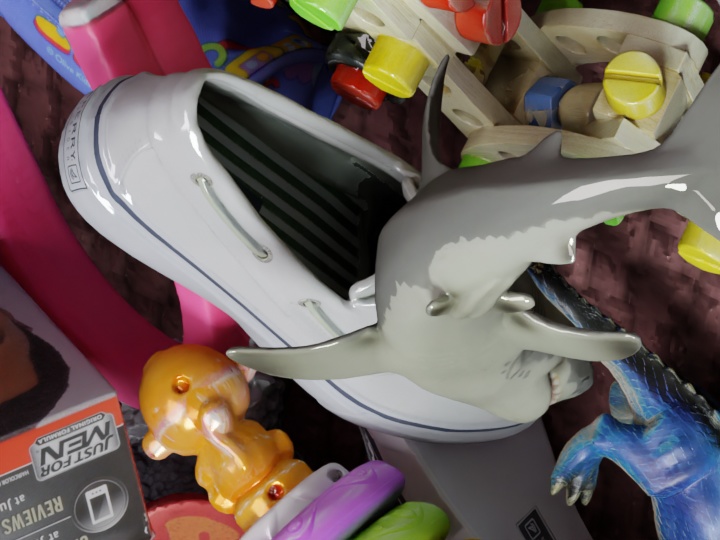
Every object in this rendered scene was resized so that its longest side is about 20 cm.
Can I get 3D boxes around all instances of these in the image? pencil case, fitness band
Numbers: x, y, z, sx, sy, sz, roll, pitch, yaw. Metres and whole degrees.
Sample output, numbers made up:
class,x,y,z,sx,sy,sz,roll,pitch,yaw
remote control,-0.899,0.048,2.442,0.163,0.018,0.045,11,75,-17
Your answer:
class,x,y,z,sx,sy,sz,roll,pitch,yaw
pencil case,-0.097,-0.104,0.992,0.200,0.087,0.078,43,119,17
fitness band,-0.097,-0.043,0.943,0.143,0.037,0.201,3,122,51

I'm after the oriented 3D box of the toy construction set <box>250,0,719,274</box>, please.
class,x,y,z,sx,sy,sz,roll,pitch,yaw
toy construction set,0.038,-0.082,0.834,0.131,0.092,0.200,18,150,40

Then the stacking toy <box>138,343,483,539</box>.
class,x,y,z,sx,sy,sz,roll,pitch,yaw
stacking toy,-0.001,0.103,0.893,0.116,0.110,0.200,-42,82,0

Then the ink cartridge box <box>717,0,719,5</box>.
class,x,y,z,sx,sy,sz,roll,pitch,yaw
ink cartridge box,0.200,-0.064,0.719,0.199,0.043,0.197,-14,122,30

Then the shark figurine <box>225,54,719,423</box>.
class,x,y,z,sx,sy,sz,roll,pitch,yaw
shark figurine,0.040,-0.022,0.775,0.214,0.127,0.090,133,140,-65

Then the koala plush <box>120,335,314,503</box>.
class,x,y,z,sx,sy,sz,roll,pitch,yaw
koala plush,-0.095,0.109,1.051,0.199,0.184,0.178,-19,98,21

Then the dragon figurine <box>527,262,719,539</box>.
class,x,y,z,sx,sy,sz,roll,pitch,yaw
dragon figurine,0.118,0.064,0.897,0.099,0.059,0.201,-14,101,41

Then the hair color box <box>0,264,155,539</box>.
class,x,y,z,sx,sy,sz,roll,pitch,yaw
hair color box,-0.157,0.041,0.959,0.200,0.101,0.061,40,147,52

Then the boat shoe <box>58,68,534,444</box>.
class,x,y,z,sx,sy,sz,roll,pitch,yaw
boat shoe,0.000,0.000,0.879,0.067,0.200,0.074,-13,59,49

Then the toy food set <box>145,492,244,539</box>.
class,x,y,z,sx,sy,sz,roll,pitch,yaw
toy food set,-0.064,0.171,0.967,0.199,0.049,0.199,25,104,-11

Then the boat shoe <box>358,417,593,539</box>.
class,x,y,z,sx,sy,sz,roll,pitch,yaw
boat shoe,0.035,0.088,0.975,0.068,0.072,0.201,-27,96,43
